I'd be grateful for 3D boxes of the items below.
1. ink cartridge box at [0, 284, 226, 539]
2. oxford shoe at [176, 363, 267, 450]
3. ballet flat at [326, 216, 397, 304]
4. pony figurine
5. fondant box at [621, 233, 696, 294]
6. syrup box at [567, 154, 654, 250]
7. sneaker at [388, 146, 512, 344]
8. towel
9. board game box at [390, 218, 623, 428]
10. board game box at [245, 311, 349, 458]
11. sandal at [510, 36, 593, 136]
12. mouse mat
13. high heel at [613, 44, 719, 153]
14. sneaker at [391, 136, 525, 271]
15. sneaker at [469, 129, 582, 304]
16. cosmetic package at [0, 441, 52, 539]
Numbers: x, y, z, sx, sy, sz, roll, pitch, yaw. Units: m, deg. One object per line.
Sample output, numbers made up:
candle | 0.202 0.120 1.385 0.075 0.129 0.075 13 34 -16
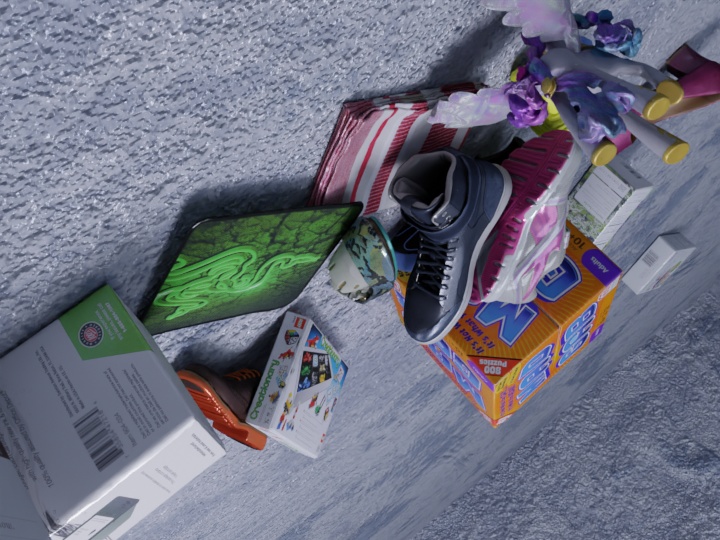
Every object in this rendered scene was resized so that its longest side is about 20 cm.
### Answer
ink cartridge box | -0.227 0.134 0.583 0.199 0.146 0.084 -37 152 -11
oxford shoe | -0.142 0.132 0.838 0.073 0.070 0.201 -65 160 -20
ballet flat | 0.000 0.000 0.780 0.074 0.074 0.200 -40 168 -5
pony figurine | 0.175 -0.173 0.677 0.191 0.201 0.168 -7 135 -34
fondant box | 0.755 -0.019 1.956 0.199 0.058 0.145 -6 137 -52
syrup box | 0.359 -0.077 1.224 0.081 0.079 0.201 -13 142 -48
sneaker | 0.067 -0.024 0.770 0.145 0.076 0.205 8 106 -58
towel | 0.037 -0.109 0.748 0.198 0.023 0.145 -21 149 -40
board game box | 0.174 0.036 0.974 0.199 0.200 0.201 -39 155 -9
board game box | -0.068 0.141 0.912 0.200 0.034 0.128 63 44 -65
sandal | 0.229 -0.187 0.851 0.087 0.079 0.200 -48 157 3
mouse mat | -0.098 -0.002 0.705 0.198 0.008 0.161 -10 148 -46
high heel | 0.419 -0.211 1.073 0.201 0.096 0.067 -50 155 16
sneaker | 0.111 -0.078 0.872 0.198 0.070 0.078 -32 131 -9
sneaker | 0.183 -0.052 0.830 0.087 0.081 0.202 17 108 -33
cosmetic package | -0.303 0.151 0.432 0.164 0.200 0.165 -38 156 -7
